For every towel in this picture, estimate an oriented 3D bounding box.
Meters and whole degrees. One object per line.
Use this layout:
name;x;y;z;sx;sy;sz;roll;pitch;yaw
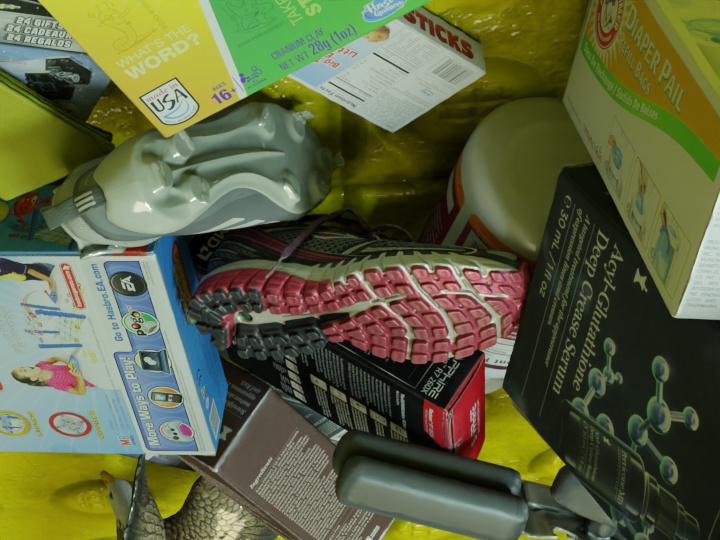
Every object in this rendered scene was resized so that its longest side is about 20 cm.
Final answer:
towel;-0.219;-0.090;0.836;0.086;0.018;0.200;-18;150;29

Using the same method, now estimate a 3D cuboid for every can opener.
can opener;0.083;0.128;0.992;0.200;0.053;0.067;12;116;-11

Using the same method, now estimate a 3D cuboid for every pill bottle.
pill bottle;0.090;-0.006;1.018;0.113;0.113;0.200;3;150;-15

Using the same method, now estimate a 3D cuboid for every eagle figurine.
eagle figurine;-0.153;0.211;1.305;0.151;0.152;0.200;34;140;-20

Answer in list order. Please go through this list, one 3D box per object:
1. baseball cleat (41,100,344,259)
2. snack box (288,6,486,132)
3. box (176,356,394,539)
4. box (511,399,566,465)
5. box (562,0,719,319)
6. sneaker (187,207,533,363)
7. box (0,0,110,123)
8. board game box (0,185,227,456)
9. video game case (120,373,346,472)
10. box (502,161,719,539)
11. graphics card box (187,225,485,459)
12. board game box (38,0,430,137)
baseball cleat;-0.096;-0.049;0.912;0.106;0.070;0.200;-17;175;29
snack box;-0.026;-0.131;0.868;0.072;0.024;0.200;-29;143;34
box;-0.065;0.137;1.199;0.100;0.075;0.200;26;167;40
box;0.199;0.040;1.050;0.200;0.078;0.095;-33;163;-30
box;0.184;-0.073;0.813;0.112;0.200;0.102;4;125;-13
sneaker;0.000;0.000;0.942;0.200;0.075;0.081;1;139;22
box;-0.225;-0.118;0.841;0.200;0.040;0.137;10;147;-26
board game box;-0.196;0.034;1.026;0.195;0.056;0.200;1;140;8
video game case;-0.104;0.120;1.294;0.200;0.019;0.143;19;141;-35
box;0.178;0.055;0.850;0.107;0.200;0.149;-9;129;-27
graphics card box;-0.015;0.050;1.048;0.200;0.051;0.126;28;157;19
board game box;-0.078;-0.161;0.749;0.153;0.040;0.200;-26;140;13
